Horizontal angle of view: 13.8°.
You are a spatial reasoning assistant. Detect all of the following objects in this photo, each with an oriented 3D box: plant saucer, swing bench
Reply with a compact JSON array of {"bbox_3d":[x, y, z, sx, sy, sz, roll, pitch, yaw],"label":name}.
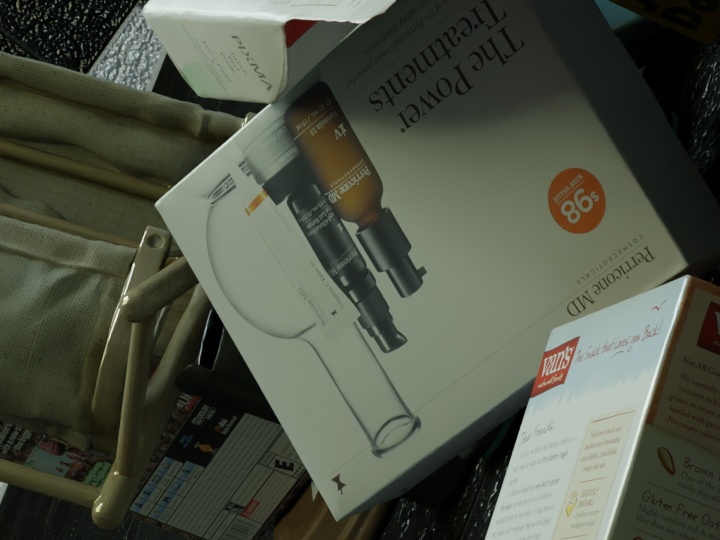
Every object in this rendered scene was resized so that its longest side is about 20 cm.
[{"bbox_3d":[0.000,0.075,1.559,0.200,0.029,0.201,-158,90,-78],"label":"plant saucer"},{"bbox_3d":[-0.166,-0.006,1.389,0.200,0.198,0.130,-60,-16,-59],"label":"swing bench"}]

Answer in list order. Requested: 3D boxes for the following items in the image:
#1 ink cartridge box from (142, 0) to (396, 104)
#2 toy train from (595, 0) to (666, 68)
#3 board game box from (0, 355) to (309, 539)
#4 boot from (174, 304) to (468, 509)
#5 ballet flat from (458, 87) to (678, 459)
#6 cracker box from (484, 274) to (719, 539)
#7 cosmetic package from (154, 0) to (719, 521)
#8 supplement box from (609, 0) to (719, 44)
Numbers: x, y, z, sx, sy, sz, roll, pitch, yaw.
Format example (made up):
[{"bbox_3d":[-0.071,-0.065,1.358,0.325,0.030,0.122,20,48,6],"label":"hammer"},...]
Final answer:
[{"bbox_3d":[0.024,-0.126,1.080,0.161,0.050,0.200,-44,24,-16],"label":"ink cartridge box"},{"bbox_3d":[0.067,-0.090,1.333,0.087,0.114,0.200,62,164,16],"label":"toy train"},{"bbox_3d":[-0.115,0.047,1.569,0.160,0.199,0.097,127,161,-52],"label":"board game box"},{"bbox_3d":[0.000,0.000,1.405,0.078,0.138,0.201,124,165,-46],"label":"boot"},{"bbox_3d":[0.065,-0.006,1.284,0.073,0.073,0.201,-84,19,-56],"label":"ballet flat"},{"bbox_3d":[0.081,0.111,1.003,0.134,0.057,0.201,151,138,-72],"label":"cracker box"},{"bbox_3d":[0.029,-0.018,1.143,0.200,0.151,0.052,-39,-11,35],"label":"cosmetic package"},{"bbox_3d":[0.140,-0.216,1.217,0.109,0.109,0.201,131,159,-61],"label":"supplement box"}]
